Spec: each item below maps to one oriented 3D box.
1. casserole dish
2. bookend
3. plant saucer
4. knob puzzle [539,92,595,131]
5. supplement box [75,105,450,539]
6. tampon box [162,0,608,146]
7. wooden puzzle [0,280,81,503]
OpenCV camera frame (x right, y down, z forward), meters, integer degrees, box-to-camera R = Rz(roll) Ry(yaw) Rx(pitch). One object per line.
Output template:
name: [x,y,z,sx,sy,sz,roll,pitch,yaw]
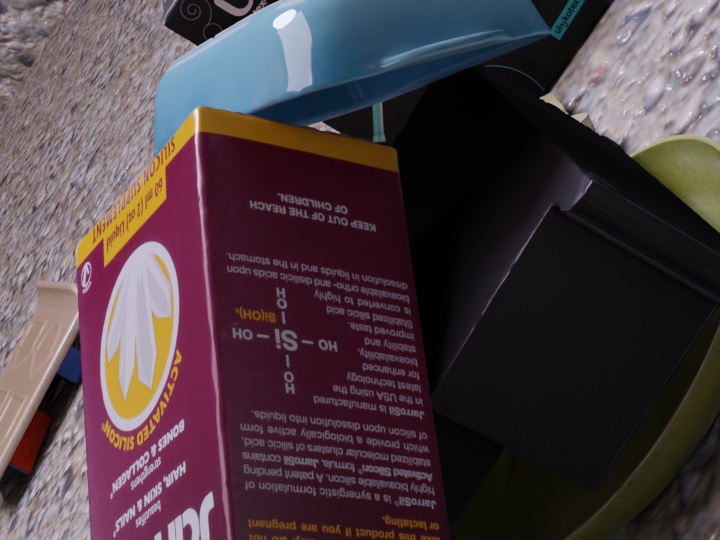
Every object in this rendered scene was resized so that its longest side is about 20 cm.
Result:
casserole dish: [-0.012,-0.082,0.746,0.200,0.121,0.039,-12,95,64]
bookend: [0.044,0.039,0.750,0.199,0.092,0.200,-59,19,10]
plant saucer: [0.101,0.038,0.795,0.200,0.031,0.200,-51,19,26]
knob puzzle: [0.018,-0.038,0.933,0.219,0.031,0.220,-25,12,6]
supplement box: [-0.037,0.060,0.675,0.110,0.085,0.201,-42,47,48]
tampon box: [0.009,-0.164,1.075,0.150,0.200,0.126,-54,19,16]
wooden puzzle: [-0.295,0.110,1.737,0.201,0.046,0.185,-68,18,-8]
